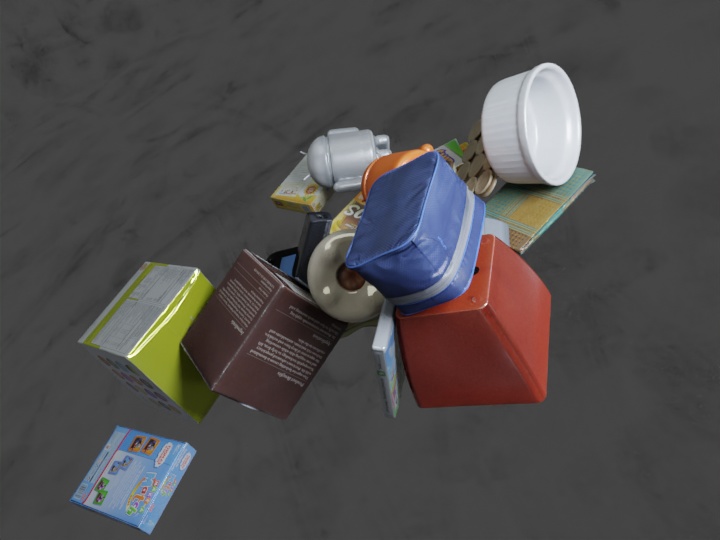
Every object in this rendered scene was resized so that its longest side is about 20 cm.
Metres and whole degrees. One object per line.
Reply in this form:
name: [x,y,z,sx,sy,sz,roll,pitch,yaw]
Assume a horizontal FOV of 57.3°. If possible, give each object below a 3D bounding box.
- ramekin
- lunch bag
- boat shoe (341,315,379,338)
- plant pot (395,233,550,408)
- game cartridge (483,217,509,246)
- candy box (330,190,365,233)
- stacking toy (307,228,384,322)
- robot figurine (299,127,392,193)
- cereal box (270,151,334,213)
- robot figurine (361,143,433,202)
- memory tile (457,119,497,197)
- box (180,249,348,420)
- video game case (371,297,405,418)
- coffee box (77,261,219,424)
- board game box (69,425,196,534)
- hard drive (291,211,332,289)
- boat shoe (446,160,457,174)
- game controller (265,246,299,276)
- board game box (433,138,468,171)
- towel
ramekin: [0.293,-0.245,1.135,0.097,0.201,0.202,1,50,44]
lunch bag: [0.083,-0.049,0.883,0.135,0.132,0.202,-19,39,42]
boat shoe: [-0.015,0.070,1.161,0.198,0.063,0.074,-11,44,26]
plant pot: [0.154,0.063,0.959,0.198,0.177,0.201,-9,45,27]
game cartridge: [0.151,-0.031,1.109,0.197,0.042,0.135,-1,64,9]
candy box: [0.038,-0.105,1.280,0.115,0.055,0.200,36,72,23]
stacking toy: [0.000,0.000,1.112,0.145,0.148,0.200,-24,2,11]
robot figurine: [-0.031,-0.242,1.431,0.197,0.113,0.171,-9,56,-1]
cereal box: [-0.102,-0.220,1.542,0.143,0.040,0.201,15,58,42]
robot figurine: [0.076,-0.154,1.176,0.199,0.115,0.146,6,94,61]
memory tile: [0.230,-0.216,1.241,0.153,0.017,0.202,-23,44,66]
box: [-0.162,0.106,1.110,0.201,0.165,0.164,-55,40,0]
video game case: [0.056,0.090,1.000,0.022,0.183,0.202,5,50,14]
coffee box: [-0.351,0.129,1.220,0.196,0.200,0.201,4,50,43]
board game box: [-0.399,0.360,1.153,0.198,0.037,0.152,0,50,36]
hard drive: [-0.088,-0.041,1.177,0.200,0.042,0.137,-133,57,-80]
boat shoe: [0.144,-0.108,1.226,0.071,0.076,0.202,-6,55,53]
game controller: [-0.115,-0.006,1.329,0.198,0.042,0.105,-12,43,26]
board game box: [0.141,-0.206,1.370,0.198,0.030,0.096,-24,40,8]
towel: [0.300,-0.121,1.174,0.200,0.022,0.146,-44,40,-11]
